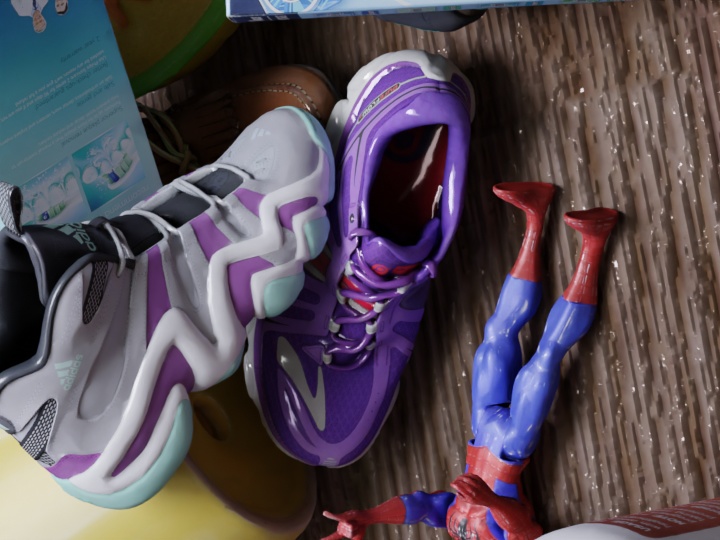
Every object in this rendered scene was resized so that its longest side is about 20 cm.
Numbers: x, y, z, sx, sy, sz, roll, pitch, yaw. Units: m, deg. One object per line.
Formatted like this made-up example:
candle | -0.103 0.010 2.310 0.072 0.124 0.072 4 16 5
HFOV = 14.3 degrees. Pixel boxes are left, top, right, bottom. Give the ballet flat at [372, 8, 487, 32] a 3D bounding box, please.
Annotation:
ballet flat | 0.014 -0.201 1.253 0.073 0.073 0.200 -9 88 44

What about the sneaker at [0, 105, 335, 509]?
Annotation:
sneaker | -0.101 -0.010 1.233 0.078 0.140 0.200 11 67 49

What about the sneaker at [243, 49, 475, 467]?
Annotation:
sneaker | 0.000 0.000 1.286 0.083 0.081 0.200 -107 30 -69

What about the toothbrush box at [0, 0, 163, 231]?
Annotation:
toothbrush box | -0.169 -0.069 1.301 0.146 0.085 0.200 27 144 45

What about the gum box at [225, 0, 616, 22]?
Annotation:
gum box | 0.040 -0.194 1.194 0.200 0.045 0.170 -3 92 2

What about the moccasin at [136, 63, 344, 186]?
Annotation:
moccasin | -0.084 -0.052 1.376 0.201 0.078 0.074 -7 103 44

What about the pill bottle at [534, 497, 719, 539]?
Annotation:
pill bottle | 0.117 0.150 1.123 0.112 0.200 0.112 4 96 44

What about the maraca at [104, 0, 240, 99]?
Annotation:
maraca | -0.092 -0.169 1.368 0.137 0.107 0.200 38 97 36

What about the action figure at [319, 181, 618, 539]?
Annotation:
action figure | 0.047 0.066 1.259 0.065 0.099 0.200 24 112 41

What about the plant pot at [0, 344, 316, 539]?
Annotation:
plant pot | -0.132 0.114 1.377 0.189 0.201 0.201 -35 69 23
